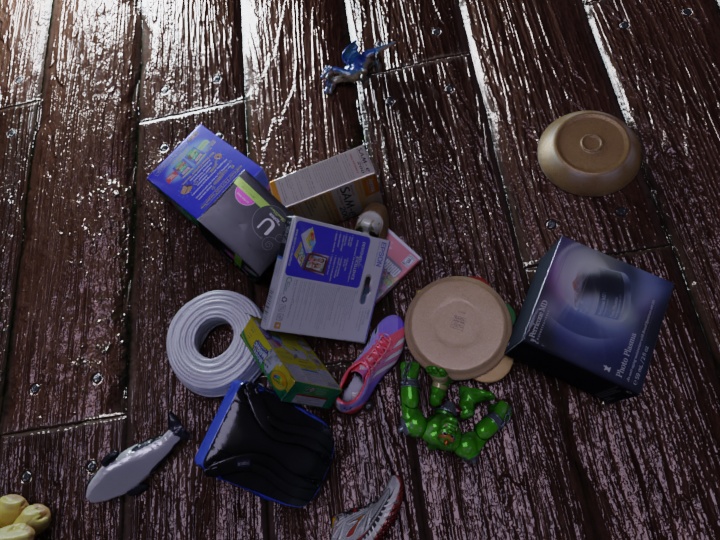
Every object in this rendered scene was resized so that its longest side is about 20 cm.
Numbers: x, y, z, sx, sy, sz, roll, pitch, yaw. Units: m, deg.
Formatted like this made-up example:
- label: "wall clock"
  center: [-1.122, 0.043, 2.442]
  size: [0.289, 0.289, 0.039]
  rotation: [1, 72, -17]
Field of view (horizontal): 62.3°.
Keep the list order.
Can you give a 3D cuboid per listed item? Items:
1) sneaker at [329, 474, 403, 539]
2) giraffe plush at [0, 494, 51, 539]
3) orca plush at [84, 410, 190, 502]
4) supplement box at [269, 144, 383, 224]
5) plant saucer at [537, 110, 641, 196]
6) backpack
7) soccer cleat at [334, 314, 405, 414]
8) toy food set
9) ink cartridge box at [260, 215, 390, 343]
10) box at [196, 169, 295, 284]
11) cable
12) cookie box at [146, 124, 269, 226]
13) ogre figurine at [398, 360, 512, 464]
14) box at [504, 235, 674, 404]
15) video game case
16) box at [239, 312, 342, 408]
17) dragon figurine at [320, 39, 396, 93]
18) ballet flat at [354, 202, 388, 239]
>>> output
- label: "sneaker"
  center: [-0.003, 0.410, 0.960]
  size: [0.082, 0.078, 0.200]
  rotation: [37, 78, 23]
- label: "giraffe plush"
  center: [-0.641, 0.499, 1.004]
  size: [0.171, 0.200, 0.164]
  rotation: [13, 99, 11]
- label: "orca plush"
  center: [-0.405, 0.326, 1.069]
  size: [0.200, 0.105, 0.071]
  rotation: [-49, 33, 0]
- label: "supplement box"
  center: [-0.064, -0.151, 1.178]
  size: [0.199, 0.126, 0.074]
  rotation: [-22, 65, 1]
- label: "plant saucer"
  center: [0.454, -0.242, 1.176]
  size: [0.198, 0.035, 0.202]
  rotation: [-3, 67, 8]
- label: "backpack"
  center: [-0.151, 0.285, 0.994]
  size: [0.199, 0.168, 0.163]
  rotation: [29, 76, -14]
- label: "soccer cleat"
  center: [0.019, 0.163, 1.059]
  size: [0.066, 0.077, 0.201]
  rotation: [29, 76, 18]
- label: "toy food set"
  center: [0.178, 0.101, 1.073]
  size: [0.198, 0.049, 0.200]
  rotation: [1, 68, 11]
- label: "ink cartridge box"
  center: [-0.058, 0.020, 1.048]
  size: [0.043, 0.199, 0.200]
  rotation: [21, 97, 59]
- label: "box"
  center: [-0.204, -0.072, 1.107]
  size: [0.148, 0.200, 0.124]
  rotation: [41, 79, -5]
- label: "cable"
  center: [-0.269, 0.137, 1.124]
  size: [0.198, 0.069, 0.201]
  rotation: [-13, 66, 4]
- label: "cookie box"
  center: [-0.320, -0.186, 1.264]
  size: [0.200, 0.075, 0.171]
  rotation: [37, 77, 22]
- label: "ogre figurine"
  center: [0.148, 0.241, 0.995]
  size: [0.199, 0.098, 0.121]
  rotation: [30, 68, -20]
- label: "box"
  center: [0.375, 0.083, 0.989]
  size: [0.197, 0.123, 0.201]
  rotation: [24, 72, 8]
- label: "video game case"
  center: [0.000, 0.000, 1.163]
  size: [0.200, 0.017, 0.143]
  rotation: [-43, 68, -9]
- label: "box"
  center: [-0.129, 0.150, 1.031]
  size: [0.049, 0.117, 0.200]
  rotation: [-53, 46, 12]
- label: "dragon figurine"
  center: [-0.006, -0.472, 1.339]
  size: [0.099, 0.059, 0.201]
  rotation: [32, 78, 20]
- label: "ballet flat"
  center: [0.005, -0.054, 1.135]
  size: [0.067, 0.072, 0.201]
  rotation: [18, 72, 15]
